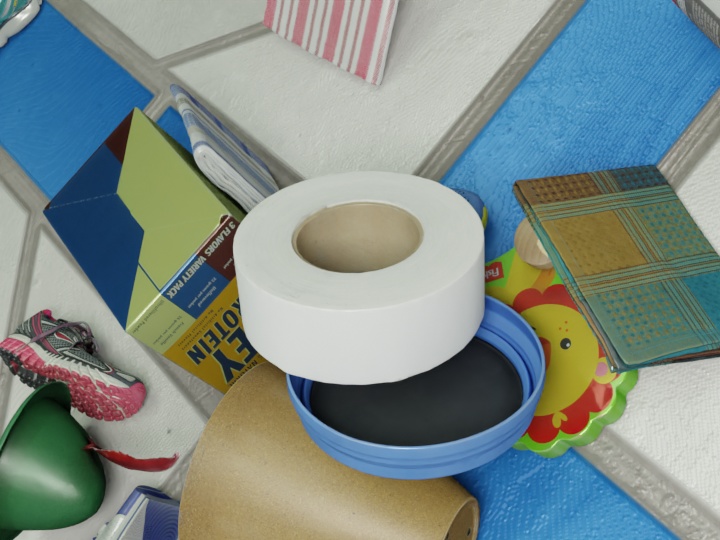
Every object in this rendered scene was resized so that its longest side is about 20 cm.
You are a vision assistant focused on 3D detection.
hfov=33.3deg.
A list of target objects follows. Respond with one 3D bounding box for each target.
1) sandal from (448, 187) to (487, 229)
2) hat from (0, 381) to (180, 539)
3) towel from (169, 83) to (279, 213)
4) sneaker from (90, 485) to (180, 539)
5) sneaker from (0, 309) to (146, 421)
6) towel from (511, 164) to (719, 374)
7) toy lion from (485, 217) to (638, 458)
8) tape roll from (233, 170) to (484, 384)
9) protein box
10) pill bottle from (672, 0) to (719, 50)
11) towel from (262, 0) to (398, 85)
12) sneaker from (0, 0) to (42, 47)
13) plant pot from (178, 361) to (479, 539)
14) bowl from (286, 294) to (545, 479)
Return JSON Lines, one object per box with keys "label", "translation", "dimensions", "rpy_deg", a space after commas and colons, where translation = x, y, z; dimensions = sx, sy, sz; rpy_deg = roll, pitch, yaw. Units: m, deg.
{"label": "sandal", "translation": [0.021, -0.044, 1.111], "dimensions": [0.197, 0.087, 0.081], "rpy_deg": [-5, 60, 29]}
{"label": "hat", "translation": [-0.245, 0.210, 1.140], "dimensions": [0.173, 0.200, 0.168], "rpy_deg": [17, 92, 7]}
{"label": "towel", "translation": [-0.122, -0.101, 1.162], "dimensions": [0.024, 0.147, 0.200], "rpy_deg": [-43, 30, 6]}
{"label": "sneaker", "translation": [-0.257, 0.284, 1.116], "dimensions": [0.114, 0.080, 0.202], "rpy_deg": [20, 78, 36]}
{"label": "sneaker", "translation": [-0.296, 0.091, 1.250], "dimensions": [0.198, 0.081, 0.075], "rpy_deg": [20, 56, 33]}
{"label": "towel", "translation": [0.219, -0.006, 0.951], "dimensions": [0.144, 0.022, 0.201], "rpy_deg": [-7, 48, -20]}
{"label": "toy lion", "translation": [0.127, 0.063, 1.006], "dimensions": [0.197, 0.068, 0.195], "rpy_deg": [-17, 64, 25]}
{"label": "tape roll", "translation": [0.000, 0.000, 0.953], "dimensions": [0.199, 0.072, 0.204], "rpy_deg": [-4, 34, 2]}
{"label": "protein box", "translation": [-0.154, -0.007, 1.129], "dimensions": [0.135, 0.200, 0.199], "rpy_deg": [-46, 50, 2]}
{"label": "pill bottle", "translation": [0.339, -0.213, 0.979], "dimensions": [0.110, 0.111, 0.201], "rpy_deg": [-37, 51, 10]}
{"label": "towel", "translation": [-0.027, -0.299, 1.270], "dimensions": [0.199, 0.030, 0.148], "rpy_deg": [35, 123, 37]}
{"label": "sneaker", "translation": [-0.521, -0.331, 1.625], "dimensions": [0.200, 0.080, 0.078], "rpy_deg": [-46, 50, 4]}
{"label": "plant pot", "translation": [-0.012, 0.190, 0.960], "dimensions": [0.197, 0.187, 0.189], "rpy_deg": [16, 74, 25]}
{"label": "bowl", "translation": [0.042, 0.082, 0.926], "dimensions": [0.197, 0.040, 0.202], "rpy_deg": [-3, 34, 2]}
